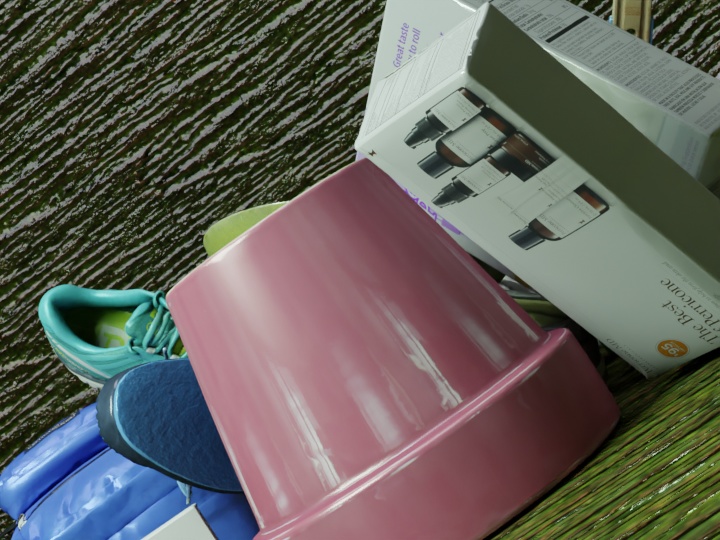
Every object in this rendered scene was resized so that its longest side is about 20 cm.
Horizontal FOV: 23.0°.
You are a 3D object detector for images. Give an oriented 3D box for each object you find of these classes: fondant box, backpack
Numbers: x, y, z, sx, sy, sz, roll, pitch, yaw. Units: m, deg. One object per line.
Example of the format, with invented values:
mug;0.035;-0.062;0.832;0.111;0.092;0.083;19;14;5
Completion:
fondant box;0.098;-0.068;0.956;0.058;0.199;0.145;-34;-33;-42
backpack;-0.153;0.173;1.122;0.162;0.168;0.200;-41;1;-9

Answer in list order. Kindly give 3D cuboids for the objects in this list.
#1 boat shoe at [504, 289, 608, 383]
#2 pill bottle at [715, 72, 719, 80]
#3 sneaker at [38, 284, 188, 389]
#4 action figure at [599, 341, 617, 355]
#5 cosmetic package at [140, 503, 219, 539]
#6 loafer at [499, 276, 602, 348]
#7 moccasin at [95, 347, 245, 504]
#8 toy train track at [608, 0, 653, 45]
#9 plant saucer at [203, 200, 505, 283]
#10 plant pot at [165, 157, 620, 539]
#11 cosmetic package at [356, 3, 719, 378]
boat shoe;0.051;0.030;1.044;0.200;0.066;0.072;11;33;29
pill bottle;0.254;-0.081;0.937;0.200;0.112;0.111;-33;0;40
sneaker;-0.115;0.053;1.115;0.080;0.199;0.078;63;-140;-59
action figure;0.213;-0.013;1.064;0.200;0.055;0.118;-39;14;-24
cosmetic package;-0.150;0.216;0.953;0.199;0.083;0.051;-33;-3;-7
loafer;0.129;0.029;1.176;0.199;0.072;0.063;-10;-3;38
moccasin;-0.068;0.096;0.981;0.199;0.081;0.068;18;-18;-40
toy train track;0.166;-0.105;1.111;0.114;0.201;0.033;0;25;1
plant saucer;0.000;0.000;1.108;0.198;0.031;0.200;2;-17;1
plant pot;0.002;0.052;0.890;0.199;0.180;0.200;-35;0;0
cosmetic package;0.101;-0.032;0.838;0.082;0.200;0.051;-30;30;46
